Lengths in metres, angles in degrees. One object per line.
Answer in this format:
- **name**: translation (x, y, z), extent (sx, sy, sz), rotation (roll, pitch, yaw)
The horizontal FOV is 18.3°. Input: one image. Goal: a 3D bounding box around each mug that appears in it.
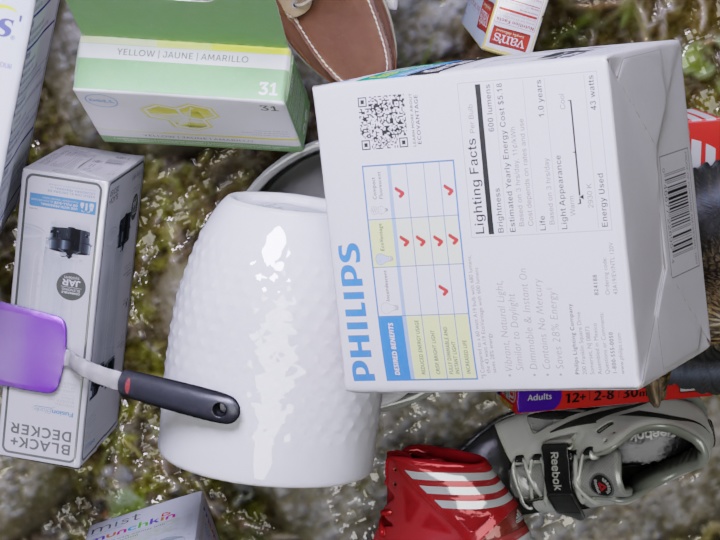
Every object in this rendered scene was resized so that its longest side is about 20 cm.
- **mug**: translation (-0.033, 0.041, 1.506), extent (0.199, 0.147, 0.176), rotation (0, 101, -33)

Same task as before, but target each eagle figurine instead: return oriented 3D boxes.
- **eagle figurine**: translation (0.231, 0.022, 1.505), extent (0.151, 0.200, 0.152), rotation (48, 124, 12)

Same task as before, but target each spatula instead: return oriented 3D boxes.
- **spatula**: translation (-0.166, 0.068, 1.456), extent (0.199, 0.021, 0.057), rotation (16, 104, 24)

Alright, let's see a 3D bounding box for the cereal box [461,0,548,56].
- **cereal box**: translation (0.117, -0.244, 1.472), extent (0.039, 0.144, 0.201), rotation (15, 103, -6)

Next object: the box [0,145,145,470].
- **box**: translation (-0.197, 0.023, 1.534), extent (0.060, 0.117, 0.201), rotation (8, 103, 6)

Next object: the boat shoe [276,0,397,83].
- **boat shoe**: translation (-0.039, -0.198, 1.433), extent (0.076, 0.072, 0.201), rotation (-30, 104, 8)

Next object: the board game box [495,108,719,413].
- **board game box**: translation (0.171, -0.008, 1.560), extent (0.151, 0.046, 0.201), rotation (-5, 103, -16)

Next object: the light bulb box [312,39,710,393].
- **light bulb box**: translation (0.093, -0.032, 1.376), extent (0.199, 0.125, 0.199), rotation (-2, 98, 30)

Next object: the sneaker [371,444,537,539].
- **sneaker**: translation (0.025, 0.190, 1.604), extent (0.199, 0.078, 0.116), rotation (-26, 88, 19)

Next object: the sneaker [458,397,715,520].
- **sneaker**: translation (0.155, 0.136, 1.588), extent (0.199, 0.089, 0.074), rotation (-18, 104, 5)

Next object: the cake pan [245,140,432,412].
- **cake pan**: translation (0.000, 0.000, 1.578), extent (0.199, 0.037, 0.201), rotation (0, 102, -2)

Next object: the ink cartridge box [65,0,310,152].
- **ink cartridge box**: translation (-0.116, -0.133, 1.457), extent (0.145, 0.200, 0.048), rotation (4, 75, 7)

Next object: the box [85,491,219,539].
- **box**: translation (-0.127, 0.285, 1.567), extent (0.096, 0.177, 0.201), rotation (-18, 102, 4)

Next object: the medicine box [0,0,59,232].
- **medicine box**: translation (-0.266, -0.125, 1.468), extent (0.102, 0.182, 0.201), rotation (11, 102, -5)

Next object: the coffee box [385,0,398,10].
- **coffee box**: translation (-0.022, -0.281, 1.492), extent (0.112, 0.080, 0.201), rotation (4, 103, -2)
